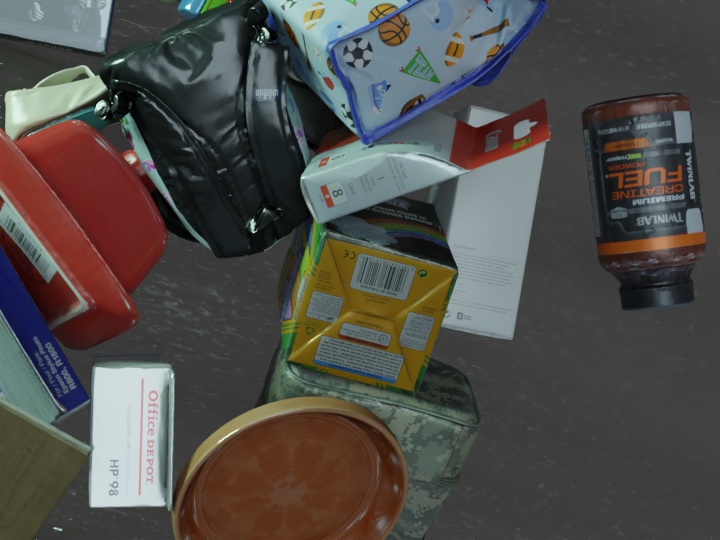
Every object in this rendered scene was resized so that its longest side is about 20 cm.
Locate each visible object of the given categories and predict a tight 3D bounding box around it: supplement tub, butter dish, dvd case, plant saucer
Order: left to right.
[{"bbox_3d":[-0.289,-0.307,1.157,0.149,0.025,0.202,10,87,-11],"label":"dvd case"},{"bbox_3d":[-0.238,-0.051,1.097,0.148,0.199,0.201,-40,100,-30],"label":"butter dish"},{"bbox_3d":[-0.058,0.185,1.054,0.198,0.032,0.202,-9,124,-13],"label":"plant saucer"},{"bbox_3d":[0.276,-0.065,1.231,0.106,0.107,0.202,-8,91,-12],"label":"supplement tub"}]

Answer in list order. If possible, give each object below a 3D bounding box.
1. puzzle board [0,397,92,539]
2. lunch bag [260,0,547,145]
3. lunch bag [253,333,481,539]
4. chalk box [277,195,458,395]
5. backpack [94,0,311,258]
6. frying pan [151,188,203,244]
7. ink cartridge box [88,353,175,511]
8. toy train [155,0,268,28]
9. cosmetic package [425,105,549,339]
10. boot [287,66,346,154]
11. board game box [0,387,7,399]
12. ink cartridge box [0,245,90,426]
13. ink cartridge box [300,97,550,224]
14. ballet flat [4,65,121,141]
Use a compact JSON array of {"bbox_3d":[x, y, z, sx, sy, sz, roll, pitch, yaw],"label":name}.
[{"bbox_3d":[-0.322,0.162,1.063,0.150,0.200,0.017,31,40,-9],"label":"puzzle board"},{"bbox_3d":[0.037,-0.220,1.069,0.199,0.170,0.124,-32,135,-10],"label":"lunch bag"},{"bbox_3d":[-0.010,0.157,1.154,0.198,0.140,0.169,16,108,-11],"label":"lunch bag"},{"bbox_3d":[0.000,0.000,1.138,0.124,0.200,0.125,15,110,-10],"label":"chalk box"},{"bbox_3d":[-0.115,-0.116,1.091,0.166,0.127,0.201,-23,108,5],"label":"backpack"},{"bbox_3d":[-0.139,-0.117,1.182,0.114,0.031,0.192,14,77,-16],"label":"frying pan"},{"bbox_3d":[-0.196,0.133,1.082,0.066,0.200,0.117,1,89,-12],"label":"ink cartridge box"},{"bbox_3d":[-0.107,-0.311,1.172,0.115,0.085,0.201,26,84,3],"label":"toy train"},{"bbox_3d":[0.106,-0.043,1.195,0.084,0.108,0.202,12,88,-11],"label":"cosmetic package"},{"bbox_3d":[-0.006,-0.189,1.194,0.198,0.069,0.176,18,92,-20],"label":"boot"},{"bbox_3d":[-0.377,0.147,1.136,0.103,0.019,0.200,40,82,-8],"label":"board game box"},{"bbox_3d":[-0.293,0.036,1.049,0.040,0.200,0.201,-31,91,-24],"label":"ink cartridge box"},{"bbox_3d":[0.056,-0.111,1.065,0.198,0.162,0.050,-22,105,13],"label":"ink cartridge box"},{"bbox_3d":[-0.226,-0.163,1.152,0.198,0.069,0.070,-17,93,-10],"label":"ballet flat"}]
